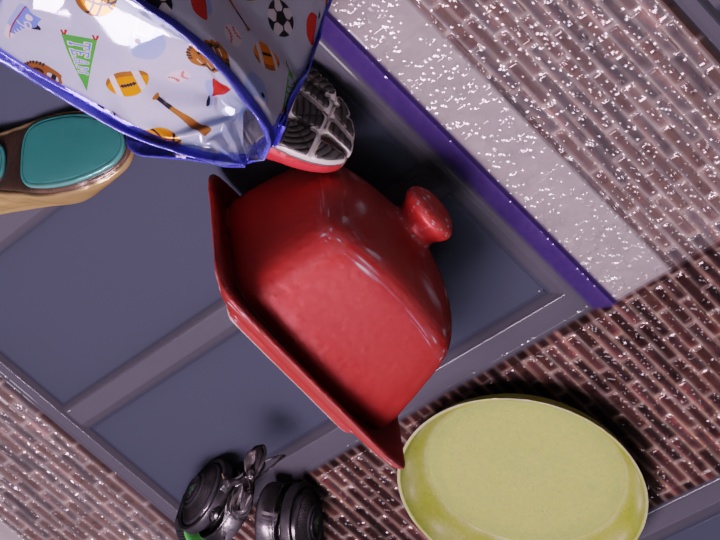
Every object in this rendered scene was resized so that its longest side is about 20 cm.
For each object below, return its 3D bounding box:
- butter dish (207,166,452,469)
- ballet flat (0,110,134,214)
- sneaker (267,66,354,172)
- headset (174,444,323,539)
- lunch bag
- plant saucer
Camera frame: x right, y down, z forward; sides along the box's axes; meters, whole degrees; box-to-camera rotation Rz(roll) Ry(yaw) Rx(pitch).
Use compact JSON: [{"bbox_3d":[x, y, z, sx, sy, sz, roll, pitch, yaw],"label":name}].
[{"bbox_3d":[0.000,0.000,1.376,0.148,0.200,0.200,-39,114,12],"label":"butter dish"},{"bbox_3d":[-0.241,-0.073,1.449,0.198,0.069,0.063,-5,156,22],"label":"ballet flat"},{"bbox_3d":[-0.097,-0.110,1.371,0.198,0.077,0.085,20,143,7],"label":"sneaker"},{"bbox_3d":[-0.092,0.207,1.611,0.122,0.095,0.201,14,143,3],"label":"headset"},{"bbox_3d":[-0.122,-0.168,1.252,0.199,0.171,0.124,29,134,-10],"label":"lunch bag"},{"bbox_3d":[0.129,0.165,1.558,0.198,0.031,0.201,8,130,10],"label":"plant saucer"}]
